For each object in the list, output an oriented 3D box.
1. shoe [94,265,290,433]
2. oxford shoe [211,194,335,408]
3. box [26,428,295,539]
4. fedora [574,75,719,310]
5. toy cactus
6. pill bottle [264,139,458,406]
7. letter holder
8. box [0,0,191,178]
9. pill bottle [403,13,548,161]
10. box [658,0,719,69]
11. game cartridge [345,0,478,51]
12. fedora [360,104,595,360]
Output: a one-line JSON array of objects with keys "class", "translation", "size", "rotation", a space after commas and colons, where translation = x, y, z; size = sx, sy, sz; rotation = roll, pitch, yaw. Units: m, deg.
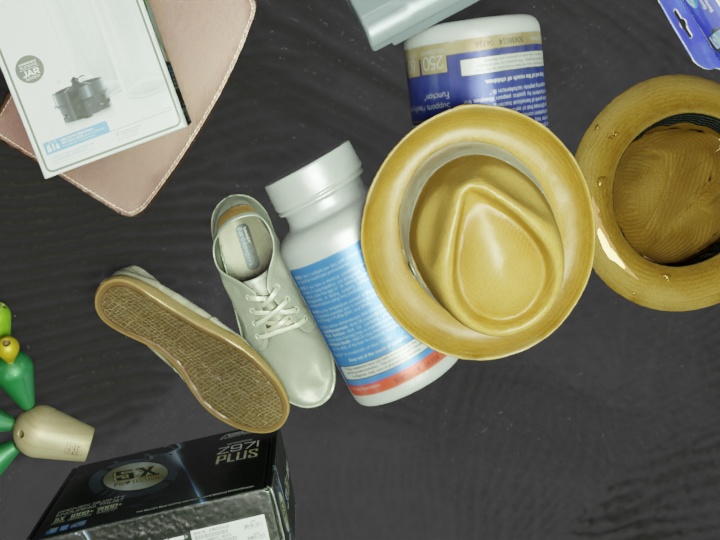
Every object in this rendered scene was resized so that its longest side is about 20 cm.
[{"class": "shoe", "translation": [-0.140, 0.065, 0.844], "size": [0.199, 0.054, 0.070], "rotation": [40, 105, -9]}, {"class": "oxford shoe", "translation": [-0.078, 0.032, 0.842], "size": [0.074, 0.058, 0.204], "rotation": [-22, 101, -3]}, {"class": "box", "translation": [-0.156, 0.212, 0.809], "size": [0.195, 0.164, 0.088], "rotation": [-12, 99, -1]}, {"class": "fedora", "translation": [0.258, -0.062, 0.819], "size": [0.196, 0.082, 0.206], "rotation": [1, 85, -10]}, {"class": "toy cactus", "translation": [-0.312, 0.128, 0.831], "size": [0.162, 0.102, 0.204], "rotation": [17, 89, -16]}, {"class": "pill bottle", "translation": [0.000, 0.000, 0.813], "size": [0.111, 0.112, 0.203], "rotation": [-27, 100, 1]}, {"class": "letter holder", "translation": [-0.181, -0.163, 0.785], "size": [0.141, 0.101, 0.202], "rotation": [31, 96, -9]}, {"class": "box", "translation": [-0.210, -0.183, 0.697], "size": [0.114, 0.060, 0.204], "rotation": [-18, 102, -3]}, {"class": "pill bottle", "translation": [0.101, -0.101, 0.803], "size": [0.113, 0.116, 0.205], "rotation": [-8, 99, -2]}, {"class": "box", "translation": [0.331, -0.257, 0.800], "size": [0.199, 0.041, 0.120], "rotation": [-41, 100, -19]}, {"class": "game cartridge", "translation": [0.025, -0.286, 0.767], "size": [0.131, 0.042, 0.203], "rotation": [-28, 71, 5]}, {"class": "fedora", "translation": [0.094, -0.018, 0.718], "size": [0.196, 0.082, 0.205], "rotation": [-2, 107, -5]}]
